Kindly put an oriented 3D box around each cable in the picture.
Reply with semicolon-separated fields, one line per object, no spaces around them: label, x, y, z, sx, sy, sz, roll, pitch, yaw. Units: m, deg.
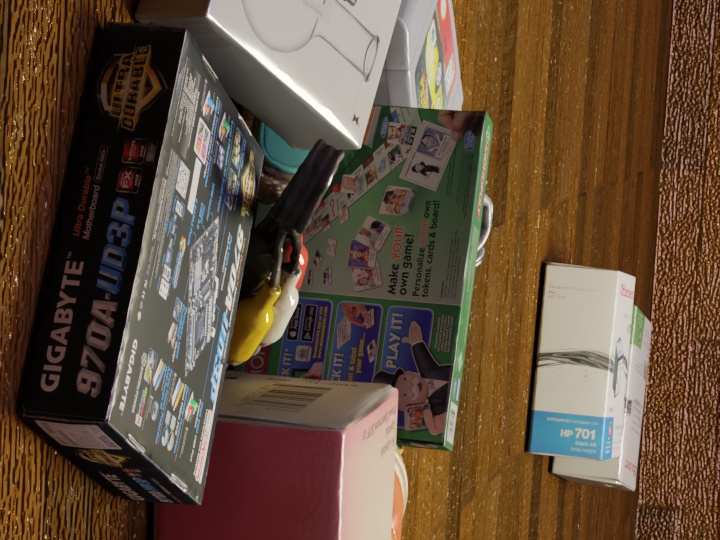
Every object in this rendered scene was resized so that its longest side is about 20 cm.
cable;-0.032;-0.018;1.233;0.097;0.050;0.200;-55;-177;-35

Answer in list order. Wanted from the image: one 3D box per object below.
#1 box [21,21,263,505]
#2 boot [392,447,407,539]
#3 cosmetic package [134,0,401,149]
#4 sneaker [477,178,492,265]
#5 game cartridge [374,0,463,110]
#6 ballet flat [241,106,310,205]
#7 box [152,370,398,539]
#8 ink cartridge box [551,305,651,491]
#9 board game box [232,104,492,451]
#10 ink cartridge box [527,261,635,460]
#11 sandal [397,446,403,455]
box;-0.102;0.001;1.120;0.159;0.046;0.201;58;39;-68
boot;-0.004;0.192;1.472;0.107;0.075;0.201;-92;178;-56
cosmetic package;-0.032;-0.186;1.203;0.151;0.052;0.201;39;61;-51
sneaker;0.036;-0.047;1.513;0.200;0.113;0.076;-56;149;-62
game cartridge;0.039;-0.143;1.657;0.200;0.041;0.133;79;25;-47
ballet flat;-0.037;-0.125;1.336;0.065;0.070;0.201;125;-17;-60
box;-0.047;0.167;1.265;0.128;0.109;0.201;-30;123;-73
ink cartridge box;0.275;0.144;2.580;0.146;0.084;0.201;36;60;-73
board game box;0.000;0.000;1.345;0.029;0.134;0.201;44;53;-72
ink cartridge box;0.236;0.097;2.414;0.146;0.086;0.201;9;87;-76
sandal;0.005;0.103;1.559;0.080;0.054;0.201;37;59;-73
